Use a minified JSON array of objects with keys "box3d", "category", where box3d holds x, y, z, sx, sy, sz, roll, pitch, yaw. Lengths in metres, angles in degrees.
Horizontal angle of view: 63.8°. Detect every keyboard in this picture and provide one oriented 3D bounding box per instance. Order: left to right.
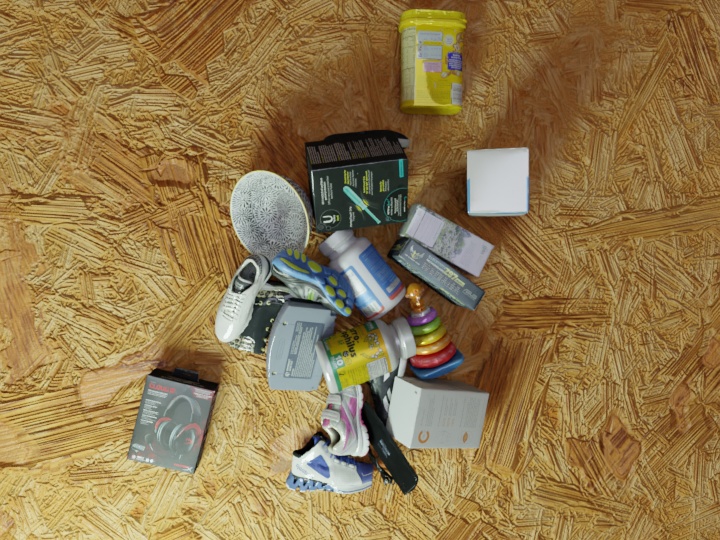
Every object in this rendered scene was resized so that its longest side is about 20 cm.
[{"box3d":[0.049,0.391,1.250,0.020,0.128,0.201,-17,60,-36],"category":"keyboard"}]

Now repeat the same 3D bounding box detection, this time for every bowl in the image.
[{"box3d":[-0.169,-0.121,1.223,0.197,0.094,0.205,12,117,25],"category":"bowl"}]

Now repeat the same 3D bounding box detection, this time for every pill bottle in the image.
[{"box3d":[0.000,0.000,1.253,0.112,0.112,0.201,-38,96,-4],"category":"pill bottle"},{"box3d":[0.012,0.170,1.207,0.197,0.113,0.115,-19,94,-8],"category":"pill bottle"}]

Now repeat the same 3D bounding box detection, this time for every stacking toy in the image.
[{"box3d":[0.139,0.121,1.259,0.114,0.110,0.203,-21,104,-6],"category":"stacking toy"}]

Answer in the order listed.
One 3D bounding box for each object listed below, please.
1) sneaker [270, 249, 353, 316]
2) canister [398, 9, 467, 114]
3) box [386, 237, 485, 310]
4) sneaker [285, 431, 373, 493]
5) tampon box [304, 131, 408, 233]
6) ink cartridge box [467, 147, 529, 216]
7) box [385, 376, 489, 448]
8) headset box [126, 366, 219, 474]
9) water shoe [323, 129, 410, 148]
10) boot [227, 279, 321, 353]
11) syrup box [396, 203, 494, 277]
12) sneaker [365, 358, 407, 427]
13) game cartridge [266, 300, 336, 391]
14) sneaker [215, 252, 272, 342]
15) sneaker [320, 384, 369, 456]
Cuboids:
[{"box3d":[-0.097,0.029,1.195,0.198,0.083,0.072,33,54,-16],"category":"sneaker"},{"box3d":[0.156,-0.453,1.272,0.145,0.087,0.205,0,93,-6],"category":"canister"},{"box3d":[0.158,0.006,1.249,0.198,0.158,0.051,35,88,-6],"category":"box"},{"box3d":[-0.066,0.419,1.273,0.195,0.081,0.118,1,94,-5],"category":"sneaker"},{"box3d":[-0.009,-0.185,1.207,0.196,0.127,0.152,-8,128,-8],"category":"tampon box"},{"box3d":[0.293,-0.183,1.250,0.123,0.200,0.131,-1,92,11],"category":"ink cartridge box"},{"box3d":[0.167,0.307,1.252,0.197,0.097,0.127,11,90,-32],"category":"box"},{"box3d":[-0.395,0.309,1.234,0.146,0.075,0.204,15,90,-6],"category":"headset box"},{"box3d":[0.012,-0.263,1.280,0.196,0.072,0.080,-4,120,-8],"category":"water shoe"},{"box3d":[-0.187,0.103,1.258,0.199,0.073,0.157,11,94,-5],"category":"boot"},{"box3d":[0.188,-0.066,1.288,0.198,0.081,0.080,28,90,-7],"category":"syrup box"},{"box3d":[0.032,0.268,1.292,0.110,0.073,0.204,12,87,1],"category":"sneaker"},{"box3d":[-0.132,0.163,1.240,0.131,0.042,0.204,9,109,-18],"category":"game cartridge"},{"box3d":[-0.251,0.055,1.179,0.075,0.081,0.203,25,97,3],"category":"sneaker"},{"box3d":[-0.043,0.305,1.248,0.087,0.081,0.204,-4,75,-30],"category":"sneaker"}]
